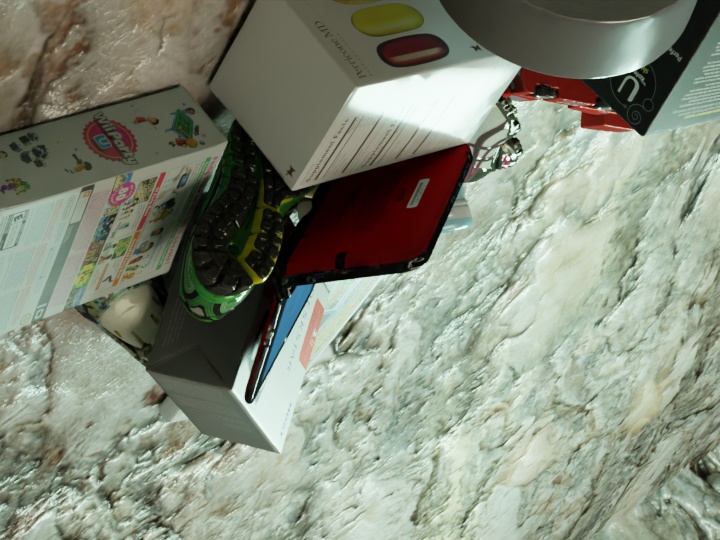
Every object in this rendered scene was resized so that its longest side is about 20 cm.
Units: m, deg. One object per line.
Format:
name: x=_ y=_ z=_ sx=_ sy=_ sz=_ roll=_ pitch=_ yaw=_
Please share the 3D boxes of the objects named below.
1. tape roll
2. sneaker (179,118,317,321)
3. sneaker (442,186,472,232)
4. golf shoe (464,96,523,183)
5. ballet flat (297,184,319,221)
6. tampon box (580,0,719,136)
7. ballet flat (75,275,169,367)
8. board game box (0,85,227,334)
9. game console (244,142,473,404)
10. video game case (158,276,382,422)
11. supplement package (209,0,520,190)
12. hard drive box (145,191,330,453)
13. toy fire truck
tape roll: x=0.150 y=-0.235 z=1.448 sx=0.200 sy=0.200 sz=0.066 roll=-30 pitch=156 yaw=-25
sneaker: x=-0.088 y=-0.048 z=1.500 sx=0.085 sy=0.078 sz=0.200 roll=-48 pitch=-168 yaw=49
sneaker: x=0.040 y=-0.099 z=1.720 sx=0.079 sy=0.131 sz=0.200 roll=-10 pitch=-173 yaw=-16
golf shoe: x=0.089 y=-0.123 z=1.753 sx=0.088 sy=0.077 sz=0.200 roll=-30 pitch=158 yaw=-4
ballet flat: x=-0.026 y=-0.064 z=1.714 sx=0.062 sy=0.067 sz=0.200 roll=-5 pitch=146 yaw=-10
tampon box: x=0.256 y=-0.234 z=1.608 sx=0.126 sy=0.150 sz=0.200 roll=-15 pitch=143 yaw=-45
ballet flat: x=-0.175 y=0.037 z=1.631 sx=0.074 sy=0.074 sz=0.200 roll=-40 pitch=159 yaw=1
board game box: x=-0.206 y=-0.039 z=1.432 sx=0.200 sy=0.064 sz=0.148 roll=-20 pitch=151 yaw=-41
game console: x=0.000 y=0.000 z=1.559 sx=0.172 sy=0.119 sz=0.200 roll=-7 pitch=-154 yaw=19
video game case: x=-0.078 y=0.060 z=1.906 sx=0.182 sy=0.024 sz=0.200 roll=-7 pitch=141 yaw=-56
supplement package: x=0.009 y=-0.151 z=1.500 sx=0.200 sy=0.114 sz=0.110 roll=-19 pitch=152 yaw=-45
hard drive box: x=-0.097 y=0.047 z=1.669 sx=0.200 sy=0.077 sz=0.156 roll=64 pitch=40 yaw=-70
toy fire truck: x=0.192 y=-0.164 z=1.821 sx=0.200 sy=0.049 sz=0.141 roll=7 pitch=177 yaw=-28
